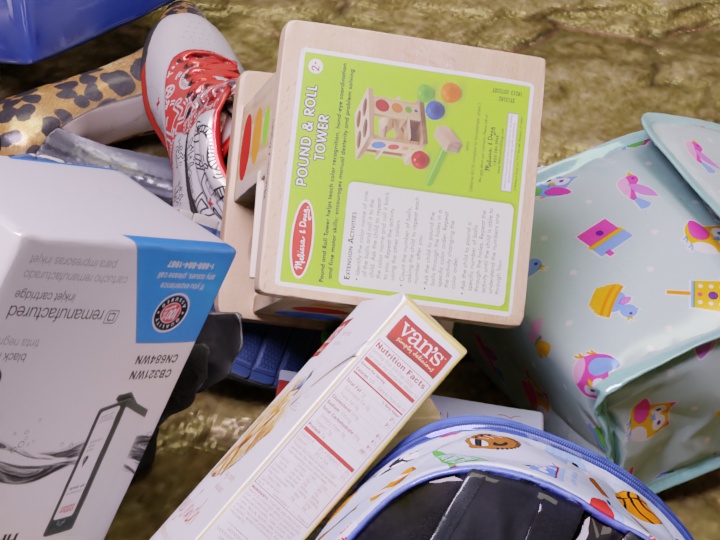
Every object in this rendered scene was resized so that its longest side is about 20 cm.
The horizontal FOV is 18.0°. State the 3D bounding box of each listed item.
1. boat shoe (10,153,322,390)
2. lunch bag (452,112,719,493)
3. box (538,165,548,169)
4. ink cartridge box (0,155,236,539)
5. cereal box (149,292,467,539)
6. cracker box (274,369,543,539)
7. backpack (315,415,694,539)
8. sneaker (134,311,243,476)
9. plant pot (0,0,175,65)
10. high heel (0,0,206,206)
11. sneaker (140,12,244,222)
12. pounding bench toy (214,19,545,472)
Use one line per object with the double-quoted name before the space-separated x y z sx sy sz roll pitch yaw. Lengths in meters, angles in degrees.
"boat shoe" -0.110 0.004 1.175 0.199 0.072 0.072 31 63 -15
"lunch bag" 0.167 0.010 1.185 0.199 0.122 0.170 -23 44 -15
"box" 0.158 -0.043 1.369 0.199 0.039 0.041 -8 37 -27
"ink cartridge box" -0.158 0.058 0.946 0.084 0.201 0.146 32 15 29
"cereal box" -0.044 0.095 0.931 0.039 0.200 0.144 41 -7 -4
"cracker box" 0.015 0.133 1.043 0.133 0.058 0.200 9 33 -1
"backpack" 0.048 0.157 0.868 0.199 0.191 0.154 30 19 -7
"sneaker" -0.150 0.030 1.107 0.199 0.105 0.060 27 39 23
"plant pot" -0.223 -0.247 1.395 0.199 0.181 0.200 11 30 33
"high heel" -0.164 -0.116 1.353 0.142 0.072 0.200 12 40 -6
"sneaker" -0.072 -0.087 1.248 0.067 0.108 0.202 7 54 -20
"pounding bench toy" 0.000 0.000 1.097 0.124 0.201 0.156 7 -7 -12
